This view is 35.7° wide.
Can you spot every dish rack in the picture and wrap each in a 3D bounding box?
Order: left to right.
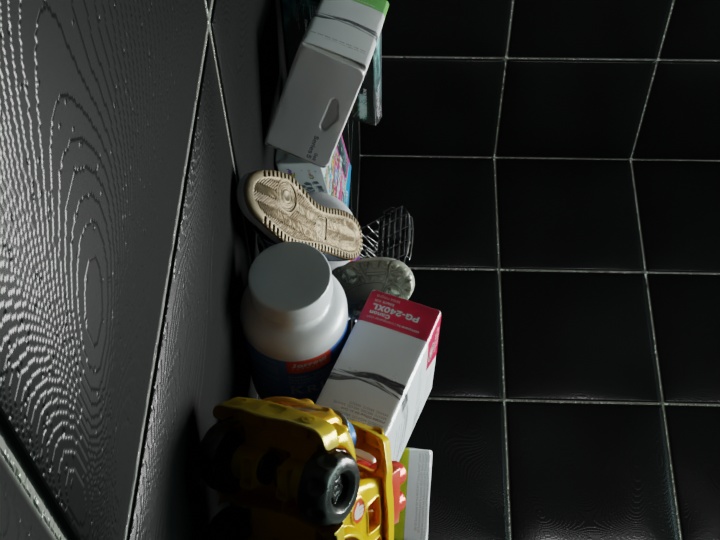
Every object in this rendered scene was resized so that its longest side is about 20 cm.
[{"bbox_3d":[0.000,0.000,1.565,0.055,0.199,0.154,41,35,-32],"label":"dish rack"}]

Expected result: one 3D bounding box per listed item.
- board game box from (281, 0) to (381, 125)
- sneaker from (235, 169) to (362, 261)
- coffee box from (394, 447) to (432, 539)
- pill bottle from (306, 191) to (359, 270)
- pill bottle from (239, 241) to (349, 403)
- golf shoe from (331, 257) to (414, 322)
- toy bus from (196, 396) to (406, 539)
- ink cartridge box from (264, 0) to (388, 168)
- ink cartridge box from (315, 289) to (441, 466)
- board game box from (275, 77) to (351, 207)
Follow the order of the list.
[{"bbox_3d":[-0.036,-0.290,1.514,0.200,0.135,0.028,89,24,-53],"label":"board game box"},{"bbox_3d":[-0.093,-0.047,1.176,0.200,0.108,0.071,25,65,-54],"label":"sneaker"},{"bbox_3d":[-0.022,0.300,1.292,0.200,0.196,0.201,80,13,-80],"label":"coffee box"},{"bbox_3d":[-0.056,-0.012,1.412,0.200,0.112,0.113,86,5,-70],"label":"pill bottle"},{"bbox_3d":[-0.067,0.061,1.161,0.200,0.111,0.113,87,5,-56],"label":"pill bottle"},{"bbox_3d":[-0.003,0.016,1.263,0.078,0.200,0.097,54,47,-12],"label":"golf shoe"},{"bbox_3d":[-0.029,0.188,0.957,0.192,0.135,0.201,-23,117,-50],"label":"toy bus"},{"bbox_3d":[-0.038,-0.240,1.353,0.200,0.084,0.146,-75,-173,-55],"label":"ink cartridge box"},{"bbox_3d":[0.009,0.145,1.155,0.146,0.083,0.200,94,19,-50],"label":"ink cartridge box"},{"bbox_3d":[-0.062,-0.145,1.536,0.200,0.064,0.148,75,16,-57],"label":"board game box"}]
